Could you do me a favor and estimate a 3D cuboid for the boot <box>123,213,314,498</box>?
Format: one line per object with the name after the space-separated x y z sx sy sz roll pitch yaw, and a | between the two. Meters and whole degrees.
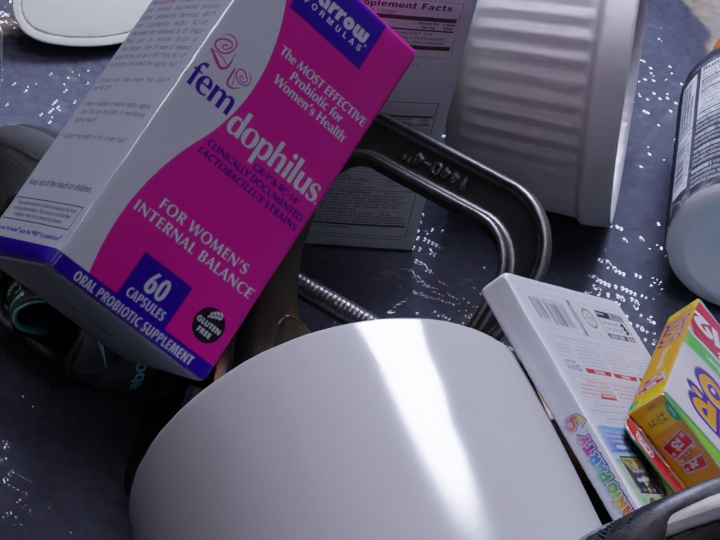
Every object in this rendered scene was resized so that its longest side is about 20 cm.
-0.043 0.046 0.958 0.097 0.075 0.201 30 69 -21 | boot

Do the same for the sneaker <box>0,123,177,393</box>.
-0.169 -0.010 1.011 0.079 0.076 0.200 -13 49 -39 | sneaker

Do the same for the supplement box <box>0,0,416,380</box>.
-0.080 -0.060 0.915 0.101 0.103 0.200 39 75 -27 | supplement box

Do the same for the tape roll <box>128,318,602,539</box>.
0.009 0.139 0.816 0.202 0.203 0.139 -5 45 -19 | tape roll

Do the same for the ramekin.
0.117 -0.132 1.135 0.105 0.201 0.201 9 42 9 | ramekin

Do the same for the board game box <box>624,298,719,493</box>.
0.178 0.080 0.917 0.096 0.030 0.200 53 23 -1 | board game box

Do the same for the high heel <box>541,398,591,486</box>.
0.086 0.113 0.955 0.199 0.072 0.143 11 40 14 | high heel

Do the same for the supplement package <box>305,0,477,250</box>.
-0.028 -0.138 1.095 0.150 0.200 0.152 4 44 -10 | supplement package

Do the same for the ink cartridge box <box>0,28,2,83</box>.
-0.309 -0.098 1.047 0.199 0.117 0.068 -10 48 -22 | ink cartridge box

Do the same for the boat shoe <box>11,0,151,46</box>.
-0.150 -0.198 1.246 0.200 0.073 0.062 -28 13 -27 | boat shoe

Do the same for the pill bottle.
0.252 -0.076 1.169 0.106 0.107 0.200 15 43 2 | pill bottle

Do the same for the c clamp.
0.000 0.000 1.005 0.199 0.027 0.171 23 81 28 | c clamp

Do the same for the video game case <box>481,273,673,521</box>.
0.139 0.094 0.871 0.143 0.018 0.200 14 43 -60 | video game case

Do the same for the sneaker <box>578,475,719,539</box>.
0.168 0.142 0.742 0.200 0.075 0.116 1 63 -49 | sneaker
